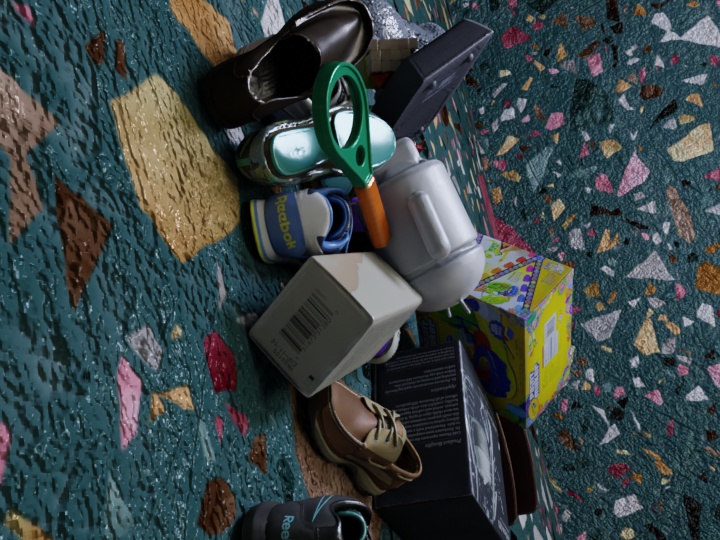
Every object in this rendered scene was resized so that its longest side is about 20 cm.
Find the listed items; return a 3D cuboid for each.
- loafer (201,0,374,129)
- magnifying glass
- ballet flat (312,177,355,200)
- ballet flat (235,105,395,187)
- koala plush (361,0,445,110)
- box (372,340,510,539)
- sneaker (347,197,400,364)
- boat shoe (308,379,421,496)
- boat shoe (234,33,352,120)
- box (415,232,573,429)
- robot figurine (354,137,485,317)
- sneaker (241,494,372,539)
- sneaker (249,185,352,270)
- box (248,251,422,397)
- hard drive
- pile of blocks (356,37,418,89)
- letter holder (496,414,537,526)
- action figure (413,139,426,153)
[{"bbox_3d":[-0.049,-0.188,0.666,0.200,0.071,0.074,-43,121,-28],"label":"loafer"},{"bbox_3d":[-0.003,-0.102,0.698,0.080,0.022,0.202,-63,145,-37],"label":"magnifying glass"},{"bbox_3d":[-0.049,-0.167,0.865,0.063,0.067,0.205,129,-46,-76],"label":"ballet flat"},{"bbox_3d":[-0.044,-0.121,0.721,0.198,0.073,0.076,-15,91,-51],"label":"ballet flat"},{"bbox_3d":[0.034,-0.329,1.085,0.199,0.181,0.181,35,42,-48],"label":"koala plush"},{"bbox_3d":[0.102,0.231,0.923,0.201,0.121,0.200,58,27,-47],"label":"box"},{"bbox_3d":[0.001,0.000,0.853,0.099,0.068,0.205,32,46,-63],"label":"sneaker"},{"bbox_3d":[0.010,0.164,0.746,0.201,0.072,0.077,57,25,-49],"label":"boat shoe"},{"bbox_3d":[-0.040,-0.174,0.765,0.198,0.064,0.075,22,62,-46],"label":"boat shoe"},{"bbox_3d":[0.186,0.076,1.039,0.121,0.191,0.203,-37,133,-31],"label":"box"},{"bbox_3d":[0.067,-0.041,0.818,0.170,0.111,0.203,46,18,-89],"label":"robot figurine"},{"bbox_3d":[-0.021,0.222,0.596,0.200,0.078,0.077,41,38,-65],"label":"sneaker"},{"bbox_3d":[-0.038,-0.041,0.737,0.200,0.081,0.076,-9,83,-74],"label":"sneaker"},{"bbox_3d":[-0.014,0.042,0.694,0.078,0.095,0.200,43,12,10],"label":"box"},{"bbox_3d":[0.065,-0.200,0.854,0.042,0.134,0.200,48,-27,5],"label":"hard drive"},{"bbox_3d":[0.006,-0.233,0.897,0.081,0.199,0.064,-7,98,-29],"label":"pile of blocks"},{"bbox_3d":[0.183,0.285,1.105,0.100,0.139,0.205,-1,78,-73],"label":"letter holder"},{"bbox_3d":[0.052,-0.113,1.064,0.064,0.099,0.204,5,63,-28],"label":"action figure"}]
